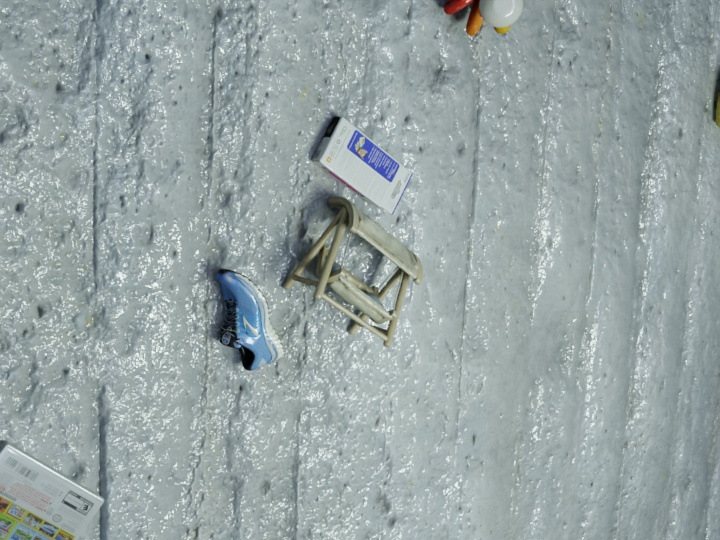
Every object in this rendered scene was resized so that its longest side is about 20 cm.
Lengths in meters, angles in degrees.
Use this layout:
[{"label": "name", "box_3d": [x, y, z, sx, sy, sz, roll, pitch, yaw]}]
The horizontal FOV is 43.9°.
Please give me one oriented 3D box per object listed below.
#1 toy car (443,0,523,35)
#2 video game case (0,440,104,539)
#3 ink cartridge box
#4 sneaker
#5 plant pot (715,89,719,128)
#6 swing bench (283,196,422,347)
[{"label": "toy car", "box_3d": [0.224, -0.550, 1.705, 0.149, 0.175, 0.202, -8, 107, 3]}, {"label": "video game case", "box_3d": [-0.533, 0.392, 1.401, 0.200, 0.023, 0.183, 44, 73, -34]}, {"label": "ink cartridge box", "box_3d": [0.006, -0.194, 1.671, 0.199, 0.037, 0.095, 33, 78, -32]}, {"label": "sneaker", "box_3d": [-0.205, 0.089, 1.546, 0.089, 0.078, 0.201, -34, 117, -28]}, {"label": "plant pot", "box_3d": [0.982, -0.408, 2.255, 0.199, 0.200, 0.143, 9, 121, -36]}, {"label": "swing bench", "box_3d": [0.000, 0.000, 1.644, 0.199, 0.129, 0.201, 36, 77, -34]}]
